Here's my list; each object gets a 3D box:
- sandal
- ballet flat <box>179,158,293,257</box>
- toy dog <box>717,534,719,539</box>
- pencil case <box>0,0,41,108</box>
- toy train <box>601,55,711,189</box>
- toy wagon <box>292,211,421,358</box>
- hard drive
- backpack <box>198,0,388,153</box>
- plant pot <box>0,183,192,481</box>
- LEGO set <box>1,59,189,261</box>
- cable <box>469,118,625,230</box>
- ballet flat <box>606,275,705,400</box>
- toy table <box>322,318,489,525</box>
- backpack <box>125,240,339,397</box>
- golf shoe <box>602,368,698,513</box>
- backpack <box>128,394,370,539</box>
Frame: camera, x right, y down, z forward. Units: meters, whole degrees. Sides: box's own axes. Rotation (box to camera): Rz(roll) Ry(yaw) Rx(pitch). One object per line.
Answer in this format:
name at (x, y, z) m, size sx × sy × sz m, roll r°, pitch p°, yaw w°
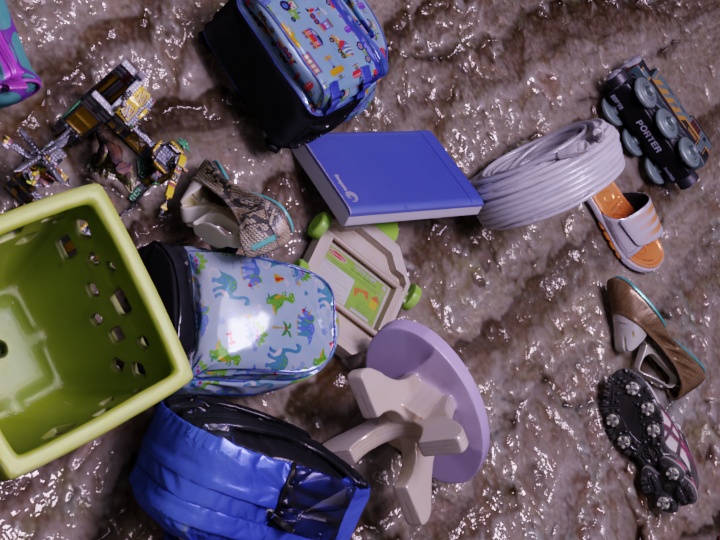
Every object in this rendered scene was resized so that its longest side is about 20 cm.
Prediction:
sandal at (0.357, -0.085, 1.726) m, size 0.207 × 0.059 × 0.079 m, roll 51°, pitch 53°, yaw -13°
ballet flat at (-0.140, -0.061, 1.286) m, size 0.075 × 0.200 × 0.068 m, roll -30°, pitch 122°, yaw -16°
toy dog at (0.560, 0.362, 1.738) m, size 0.200 × 0.096 × 0.132 m, roll 35°, pitch 54°, yaw -41°
pencil case at (-0.374, -0.251, 1.212) m, size 0.085 × 0.092 × 0.201 m, roll -20°, pitch 90°, yaw -43°
toy train at (0.419, -0.210, 1.803) m, size 0.200 × 0.085 × 0.114 m, roll 52°, pitch 41°, yaw -10°
toy wagon at (0.000, 0.000, 1.447) m, size 0.155 × 0.040 × 0.201 m, roll 38°, pitch 56°, yaw -22°
hard drive at (0.033, -0.111, 1.477) m, size 0.199 × 0.025 × 0.132 m, roll -6°, pitch 50°, yaw -38°
backpack at (-0.048, -0.250, 1.422) m, size 0.200 × 0.134 × 0.183 m, roll -30°, pitch 87°, yaw -42°
plant pot at (-0.299, 0.064, 1.114) m, size 0.200 × 0.181 × 0.200 m, roll -27°, pitch 92°, yaw -38°
LEGO set at (-0.246, -0.107, 1.245) m, size 0.154 × 0.116 × 0.200 m, roll 53°, pitch 53°, yaw -11°
cable at (0.225, -0.118, 1.551) m, size 0.069 × 0.199 × 0.200 m, roll 62°, pitch 25°, yaw -10°
ballet flat at (0.381, 0.099, 1.695) m, size 0.072 × 0.068 × 0.200 m, roll -48°, pitch 111°, yaw -16°
toy table at (0.053, 0.166, 1.359) m, size 0.200 × 0.183 × 0.117 m, roll 58°, pitch 38°, yaw -10°
backpack at (-0.120, 0.055, 1.289) m, size 0.200 × 0.153 × 0.164 m, roll 19°, pitch 60°, yaw -43°
golf shoe at (0.377, 0.213, 1.654) m, size 0.088 × 0.077 × 0.201 m, roll -34°, pitch 100°, yaw -58°
backpack at (-0.119, 0.216, 1.214) m, size 0.200 × 0.162 × 0.168 m, roll 28°, pitch 82°, yaw -30°
